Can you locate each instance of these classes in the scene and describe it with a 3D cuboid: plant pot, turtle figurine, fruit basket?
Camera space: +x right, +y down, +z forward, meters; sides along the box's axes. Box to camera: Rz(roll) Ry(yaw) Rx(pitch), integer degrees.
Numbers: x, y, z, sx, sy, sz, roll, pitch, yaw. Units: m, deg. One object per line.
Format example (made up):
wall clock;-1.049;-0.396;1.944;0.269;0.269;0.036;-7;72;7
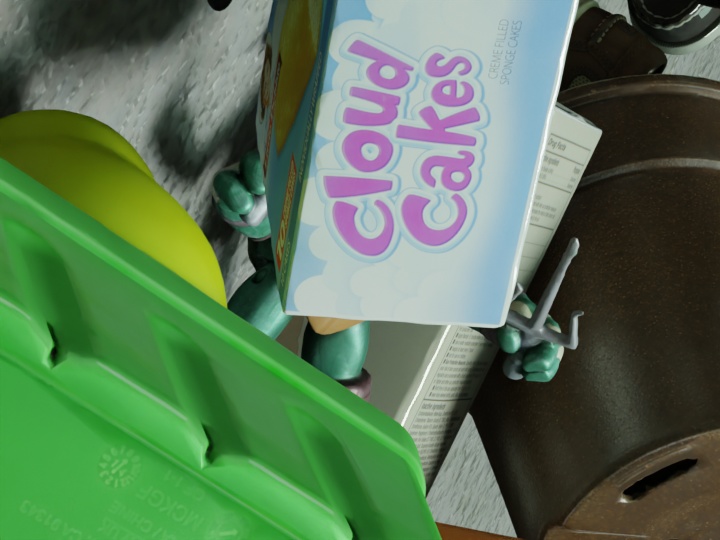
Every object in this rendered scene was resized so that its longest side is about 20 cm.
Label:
plant pot;0.132;0.053;1.048;0.198;0.200;0.200;-101;-161;-51
turtle figurine;0.000;0.000;0.864;0.200;0.150;0.101;-58;-157;24
fruit basket;-0.087;0.041;0.627;0.156;0.215;0.216;-55;162;-1

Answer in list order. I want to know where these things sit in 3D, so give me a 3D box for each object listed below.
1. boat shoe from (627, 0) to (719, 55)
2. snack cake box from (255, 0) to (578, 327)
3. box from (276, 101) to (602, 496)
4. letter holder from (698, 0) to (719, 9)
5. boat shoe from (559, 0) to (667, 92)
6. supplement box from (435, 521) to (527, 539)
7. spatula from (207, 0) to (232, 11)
boat shoe;0.167;-0.200;1.139;0.201;0.072;0.061;-69;159;-4
snack cake box;0.019;-0.098;0.684;0.115;0.067;0.200;-105;-159;-58
box;0.012;0.013;0.979;0.200;0.078;0.095;-64;163;4
letter holder;0.237;-0.212;1.080;0.142;0.101;0.200;-8;107;-35
boat shoe;0.085;-0.024;1.138;0.075;0.075;0.203;-36;148;-56
supplement box;0.015;0.195;0.922;0.069;0.066;0.200;87;16;-61
spatula;-0.028;-0.144;0.702;0.200;0.021;0.057;111;-23;-52
